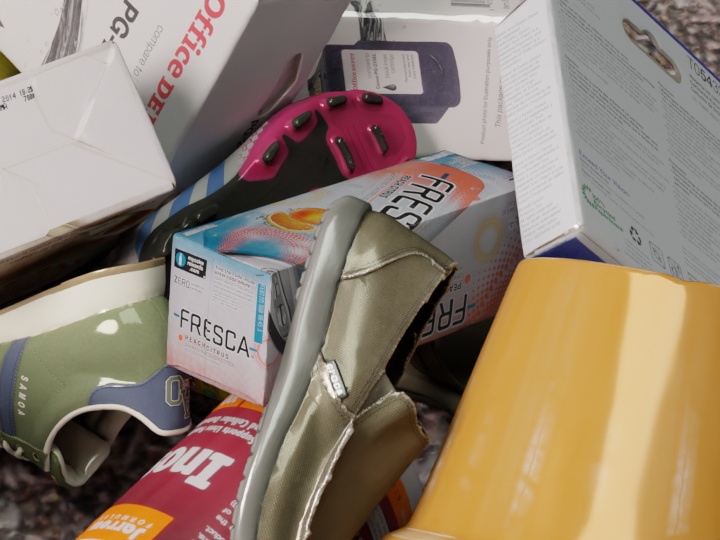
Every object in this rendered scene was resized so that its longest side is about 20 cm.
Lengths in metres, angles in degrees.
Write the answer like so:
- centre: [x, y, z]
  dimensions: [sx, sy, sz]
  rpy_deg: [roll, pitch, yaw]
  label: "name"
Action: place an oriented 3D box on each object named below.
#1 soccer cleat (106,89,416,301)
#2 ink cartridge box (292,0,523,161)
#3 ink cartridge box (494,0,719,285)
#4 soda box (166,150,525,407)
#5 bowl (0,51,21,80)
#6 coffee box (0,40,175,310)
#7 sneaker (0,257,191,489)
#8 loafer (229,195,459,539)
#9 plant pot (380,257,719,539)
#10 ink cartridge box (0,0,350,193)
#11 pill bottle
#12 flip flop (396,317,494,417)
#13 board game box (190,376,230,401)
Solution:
- centre: [-0.057, -0.031, 1.338]
  dimensions: [0.200, 0.086, 0.070]
  rpy_deg: [-35, 99, -37]
  label: "soccer cleat"
- centre: [0.018, -0.123, 1.447]
  dimensions: [0.199, 0.085, 0.145]
  rpy_deg: [2, 22, -1]
  label: "ink cartridge box"
- centre: [0.141, -0.048, 1.347]
  dimensions: [0.043, 0.196, 0.201]
  rpy_deg: [-28, 47, 27]
  label: "ink cartridge box"
- centre: [0.000, 0.000, 1.251]
  dimensions: [0.063, 0.069, 0.200]
  rpy_deg: [20, 26, 35]
  label: "soda box"
- centre: [-0.282, -0.129, 1.405]
  dimensions: [0.199, 0.108, 0.200]
  rpy_deg: [-10, 29, 6]
  label: "bowl"
- centre: [-0.177, -0.030, 1.295]
  dimensions: [0.114, 0.200, 0.080]
  rpy_deg: [-22, 85, -22]
  label: "coffee box"
- centre: [-0.160, 0.065, 1.270]
  dimensions: [0.067, 0.200, 0.090]
  rpy_deg: [-15, 84, -56]
  label: "sneaker"
- centre: [-0.006, 0.069, 1.129]
  dimensions: [0.069, 0.075, 0.201]
  rpy_deg: [14, 82, 5]
  label: "loafer"
- centre: [0.113, 0.096, 1.155]
  dimensions: [0.199, 0.200, 0.184]
  rpy_deg: [11, 85, 7]
  label: "plant pot"
- centre: [-0.116, -0.156, 1.334]
  dimensions: [0.200, 0.145, 0.083]
  rpy_deg: [46, 39, 17]
  label: "ink cartridge box"
- centre: [-0.070, 0.143, 1.206]
  dimensions: [0.113, 0.113, 0.200]
  rpy_deg: [30, 52, 22]
  label: "pill bottle"
- centre: [0.053, 0.039, 1.342]
  dimensions: [0.081, 0.058, 0.200]
  rpy_deg: [-28, 46, -26]
  label: "flip flop"
- centre: [-0.032, -0.008, 1.378]
  dimensions: [0.200, 0.030, 0.095]
  rpy_deg: [-36, 34, -30]
  label: "board game box"
